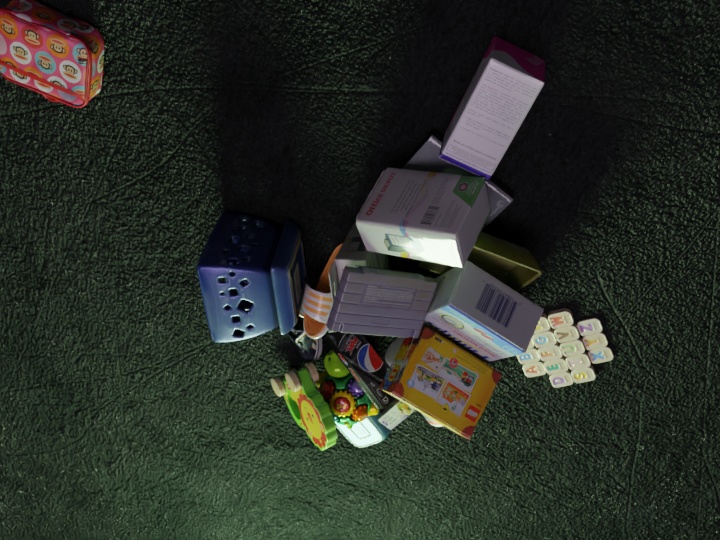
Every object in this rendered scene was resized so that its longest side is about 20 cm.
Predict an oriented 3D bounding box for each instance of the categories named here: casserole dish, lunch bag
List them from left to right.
[{"bbox_3d":[-0.585,-0.398,1.503,0.198,0.082,0.177,22,132,0],"label":"lunch bag"},{"bbox_3d":[-0.012,0.362,1.941,0.120,0.039,0.200,-25,117,29],"label":"casserole dish"}]

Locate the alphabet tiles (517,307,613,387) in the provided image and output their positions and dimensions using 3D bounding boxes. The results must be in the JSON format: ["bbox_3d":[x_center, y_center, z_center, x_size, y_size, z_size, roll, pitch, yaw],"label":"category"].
[{"bbox_3d":[0.425,0.167,1.693,0.194,0.015,0.201,-15,121,25],"label":"alphabet tiles"}]

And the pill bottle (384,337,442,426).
[{"bbox_3d":[0.145,0.237,1.757,0.113,0.114,0.201,-24,117,29],"label":"pill bottle"}]

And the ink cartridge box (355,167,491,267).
[{"bbox_3d":[0.112,-0.099,1.417,0.198,0.146,0.088,11,144,28],"label":"ink cartridge box"}]

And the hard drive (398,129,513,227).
[{"bbox_3d":[0.170,-0.154,1.509,0.199,0.033,0.140,35,127,-12],"label":"hard drive"}]

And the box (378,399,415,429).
[{"bbox_3d":[0.092,0.295,1.737,0.039,0.042,0.200,37,149,1],"label":"box"}]

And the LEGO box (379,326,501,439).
[{"bbox_3d":[0.163,0.224,1.616,0.199,0.150,0.077,32,171,-14],"label":"LEGO box"}]

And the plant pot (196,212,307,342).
[{"bbox_3d":[-0.211,0.014,1.638,0.178,0.201,0.202,1,126,7],"label":"plant pot"}]

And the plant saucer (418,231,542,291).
[{"bbox_3d":[0.230,-0.023,1.536,0.198,0.048,0.200,20,162,-3],"label":"plant saucer"}]

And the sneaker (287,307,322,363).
[{"bbox_3d":[-0.127,0.134,1.757,0.079,0.079,0.201,49,143,34],"label":"sneaker"}]

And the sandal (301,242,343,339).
[{"bbox_3d":[-0.080,0.034,1.632,0.079,0.209,0.059,18,177,43],"label":"sandal"}]

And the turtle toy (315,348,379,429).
[{"bbox_3d":[-0.039,0.269,1.823,0.144,0.101,0.202,-6,100,10],"label":"turtle toy"}]

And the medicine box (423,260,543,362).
[{"bbox_3d":[0.226,0.088,1.579,0.181,0.104,0.200,31,160,-9],"label":"medicine box"}]

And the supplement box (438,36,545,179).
[{"bbox_3d":[0.223,-0.275,1.361,0.102,0.102,0.201,23,129,-3],"label":"supplement box"}]

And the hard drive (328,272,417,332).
[{"bbox_3d":[0.030,0.063,1.650,0.199,0.135,0.043,-22,98,25],"label":"hard drive"}]

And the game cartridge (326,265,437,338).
[{"bbox_3d":[0.042,0.060,1.509,0.198,0.038,0.131,7,107,-30],"label":"game cartridge"}]

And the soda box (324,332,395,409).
[{"bbox_3d":[0.007,0.203,1.740,0.201,0.063,0.071,52,164,3],"label":"soda box"}]

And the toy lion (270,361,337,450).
[{"bbox_3d":[-0.119,0.314,1.815,0.193,0.068,0.200,67,155,3],"label":"toy lion"}]

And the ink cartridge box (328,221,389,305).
[{"bbox_3d":[0.000,0.000,1.556,0.067,0.201,0.118,2,122,16],"label":"ink cartridge box"}]
